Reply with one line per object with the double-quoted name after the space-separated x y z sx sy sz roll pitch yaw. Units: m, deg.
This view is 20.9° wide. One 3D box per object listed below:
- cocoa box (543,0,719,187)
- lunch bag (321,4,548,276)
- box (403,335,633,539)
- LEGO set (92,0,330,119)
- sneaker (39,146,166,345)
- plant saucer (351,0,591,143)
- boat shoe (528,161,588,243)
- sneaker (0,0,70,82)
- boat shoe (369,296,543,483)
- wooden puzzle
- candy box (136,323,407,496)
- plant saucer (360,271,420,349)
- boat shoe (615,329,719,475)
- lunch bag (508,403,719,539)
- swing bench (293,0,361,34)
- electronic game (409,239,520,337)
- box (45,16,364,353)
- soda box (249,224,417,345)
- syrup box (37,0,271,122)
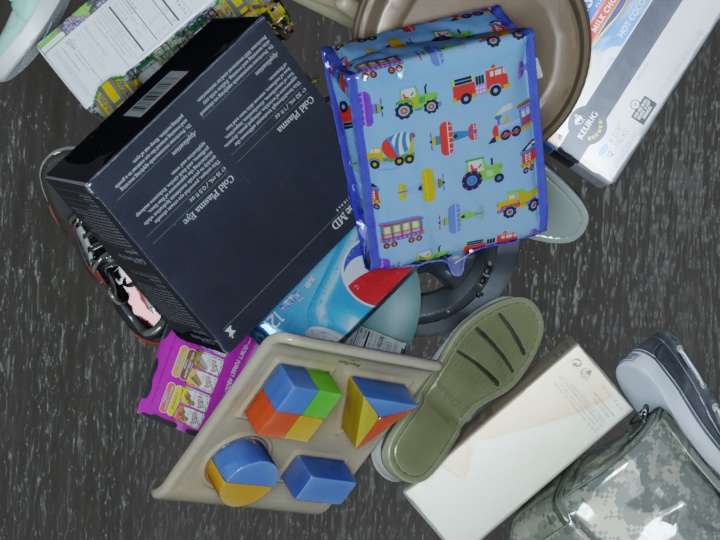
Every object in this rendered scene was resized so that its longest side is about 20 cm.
0.209 -0.189 1.668 0.131 0.133 0.201 33 94 1 "cocoa box"
0.066 -0.088 1.533 0.150 0.094 0.201 -14 114 -9 "lunch bag"
0.136 0.153 1.707 0.200 0.095 0.078 -41 91 2 "box"
-0.116 -0.136 1.672 0.200 0.154 0.116 -35 63 -8 "LEGO set"
-0.215 -0.024 1.717 0.077 0.082 0.200 -35 91 4 "sneaker"
0.092 -0.177 1.569 0.199 0.029 0.201 -2 103 -9 "plant saucer"
0.115 -0.096 1.712 0.199 0.060 0.076 34 122 -3 "boat shoe"
-0.307 -0.272 1.713 0.118 0.074 0.201 26 84 -6 "sneaker"
0.076 0.098 1.692 0.200 0.068 0.075 -46 106 -19 "boat shoe"
-0.046 0.137 1.577 0.200 0.185 0.046 -50 50 26 "wooden puzzle"
-0.076 0.093 1.679 0.199 0.061 0.137 23 114 0 "candy box"
-0.048 0.026 1.703 0.200 0.039 0.202 3 112 8 "plant saucer"
0.302 0.144 1.716 0.068 0.072 0.200 -37 96 -26 "boat shoe"
0.253 0.234 1.666 0.168 0.139 0.200 -40 89 24 "lunch bag"
0.045 -0.291 1.660 0.129 0.200 0.200 26 93 42 "swing bench"
0.041 -0.035 1.706 0.199 0.042 0.201 4 113 9 "electronic game"
-0.112 -0.070 1.562 0.200 0.104 0.182 -45 113 -16 "box"
0.000 0.000 1.607 0.064 0.068 0.200 44 77 3 "soda box"
-0.173 -0.221 1.701 0.200 0.079 0.082 -41 73 3 "syrup box"
